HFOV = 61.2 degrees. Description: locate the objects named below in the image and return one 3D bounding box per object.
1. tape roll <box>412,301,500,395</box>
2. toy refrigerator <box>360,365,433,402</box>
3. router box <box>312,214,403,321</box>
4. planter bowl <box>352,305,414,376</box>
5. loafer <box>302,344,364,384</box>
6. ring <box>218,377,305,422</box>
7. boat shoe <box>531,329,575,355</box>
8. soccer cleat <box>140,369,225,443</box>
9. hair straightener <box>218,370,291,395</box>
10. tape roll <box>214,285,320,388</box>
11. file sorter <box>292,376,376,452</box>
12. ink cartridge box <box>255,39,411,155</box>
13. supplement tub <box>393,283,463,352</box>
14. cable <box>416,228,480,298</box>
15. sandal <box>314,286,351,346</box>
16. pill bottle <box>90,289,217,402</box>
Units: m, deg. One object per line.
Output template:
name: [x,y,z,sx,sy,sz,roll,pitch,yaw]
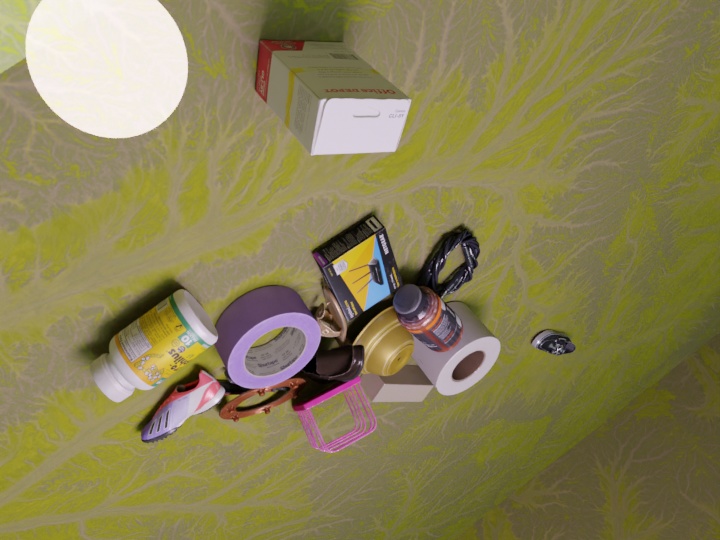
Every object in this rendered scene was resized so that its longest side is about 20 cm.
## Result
tape roll: [0.240,0.200,1.568,0.201,0.139,0.204,-21,138,-20]
toy refrigerator: [0.094,0.298,1.596,0.199,0.076,0.070,11,120,-44]
router box: [0.000,0.000,1.255,0.148,0.051,0.201,-33,142,-8]
planter bowl: [0.067,0.184,1.425,0.200,0.083,0.201,-36,149,-26]
loafer: [-0.064,0.208,1.335,0.071,0.074,0.199,20,146,-32]
ring: [-0.211,0.287,1.334,0.199,0.019,0.201,-22,157,-10]
boat shoe: [0.633,0.243,1.976,0.199,0.068,0.072,11,119,-44]
soccer cleat: [-0.370,0.273,1.225,0.199,0.068,0.073,-32,109,7]
hair straightener: [-0.215,0.238,1.320,0.199,0.041,0.077,19,114,-46]
tape roll: [-0.185,0.134,1.213,0.198,0.085,0.201,-21,137,-21]
file sorter: [-0.059,0.336,1.401,0.138,0.126,0.200,-24,173,-18]
ink cartridge box: [-0.045,-0.249,0.866,0.144,0.200,0.084,-10,133,-31]
supplement tub: [0.150,0.104,1.378,0.107,0.107,0.200,-43,138,5]
cable: [0.218,-0.009,1.422,0.162,0.051,0.201,-4,129,-36]
sandal: [-0.072,0.122,1.298,0.069,0.078,0.213,-30,146,-12]
pill bottle: [-0.357,0.133,1.052,0.199,0.113,0.113,-36,141,-5]
